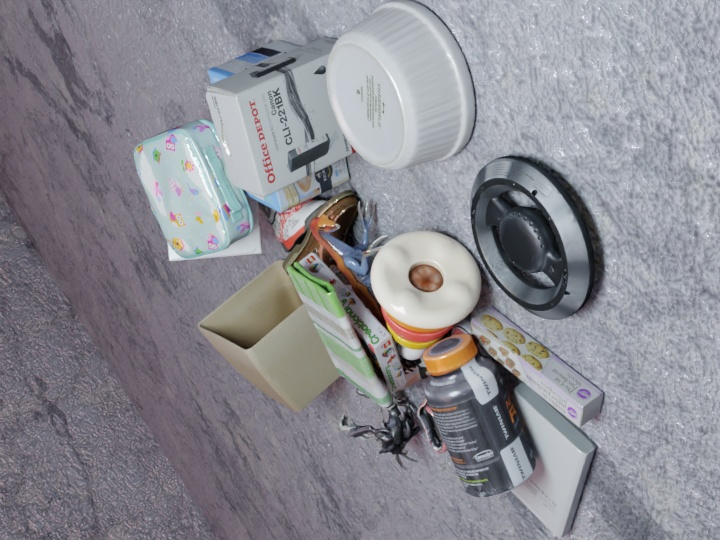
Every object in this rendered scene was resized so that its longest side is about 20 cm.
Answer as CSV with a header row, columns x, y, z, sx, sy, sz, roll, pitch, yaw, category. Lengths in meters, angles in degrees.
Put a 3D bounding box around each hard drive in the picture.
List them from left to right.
x,y,z,sx,sy,sz,roll,pitch,yaw,category
0.248,0.261,1.348,0.132,0.026,0.202,43,147,34,hard drive

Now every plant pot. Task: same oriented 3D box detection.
x,y,z,sx,sy,sz,roll,pitch,yaw,category
-0.131,0.124,1.729,0.199,0.199,0.179,17,141,54,plant pot

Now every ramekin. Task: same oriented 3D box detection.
x,y,z,sx,sy,sz,roll,pitch,yaw,category
0.040,-0.217,1.202,0.202,0.093,0.204,42,147,36,ramekin

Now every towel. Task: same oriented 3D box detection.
x,y,z,sx,sy,sz,roll,pitch,yaw,category
-0.026,0.087,1.385,0.149,0.031,0.202,29,148,57,towel

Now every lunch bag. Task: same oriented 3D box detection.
x,y,z,sx,sy,sz,roll,pitch,yaw,category
-0.247,-0.121,1.500,0.159,0.077,0.202,-12,105,41,lunch bag

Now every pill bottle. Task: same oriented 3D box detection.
x,y,z,sx,sy,sz,roll,pitch,yaw,category
0.150,0.187,1.304,0.106,0.105,0.202,-2,115,60,pill bottle

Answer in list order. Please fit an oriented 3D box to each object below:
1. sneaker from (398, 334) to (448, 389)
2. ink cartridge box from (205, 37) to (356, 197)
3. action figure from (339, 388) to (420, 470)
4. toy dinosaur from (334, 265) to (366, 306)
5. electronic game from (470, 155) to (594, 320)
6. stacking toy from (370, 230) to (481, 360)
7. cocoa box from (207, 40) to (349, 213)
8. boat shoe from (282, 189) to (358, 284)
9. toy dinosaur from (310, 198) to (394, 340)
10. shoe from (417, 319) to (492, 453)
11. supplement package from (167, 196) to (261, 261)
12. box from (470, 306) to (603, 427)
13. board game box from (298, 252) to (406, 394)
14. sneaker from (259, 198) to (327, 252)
x,y,z,sx,sy,sz,roll,pitch,yaw,category
0.078,0.140,1.483,0.074,0.079,0.200,58,151,12,sneaker
-0.090,-0.207,1.322,0.083,0.199,0.146,24,136,50,ink cartridge box
0.031,0.225,1.610,0.101,0.118,0.203,-14,93,44,action figure
-0.012,0.019,1.569,0.200,0.047,0.089,46,143,23,toy dinosaur
0.196,-0.036,1.149,0.200,0.041,0.202,43,147,37,electronic game
0.078,0.055,1.341,0.146,0.145,0.201,49,155,23,stacking toy
-0.119,-0.211,1.446,0.133,0.130,0.202,27,137,48,cocoa box
-0.048,-0.039,1.518,0.068,0.071,0.201,55,137,19,boat shoe
0.000,0.000,1.398,0.105,0.179,0.203,-160,90,-78,toy dinosaur
0.132,0.169,1.396,0.071,0.090,0.202,35,143,41,shoe
-0.247,-0.127,1.635,0.111,0.153,0.203,-134,39,-82,supplement package
0.219,0.119,1.254,0.200,0.041,0.039,41,147,38,box
-0.013,0.075,1.431,0.200,0.034,0.127,46,165,36,board game box
-0.110,-0.103,1.594,0.109,0.067,0.201,59,159,2,sneaker
